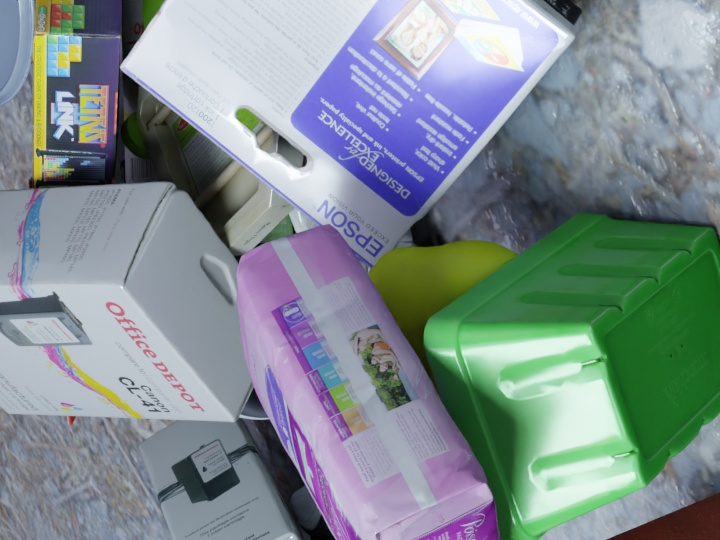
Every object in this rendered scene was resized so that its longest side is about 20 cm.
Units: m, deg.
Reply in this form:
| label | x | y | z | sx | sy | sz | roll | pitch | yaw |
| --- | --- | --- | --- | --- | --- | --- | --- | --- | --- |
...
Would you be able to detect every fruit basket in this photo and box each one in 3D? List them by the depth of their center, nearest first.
| label | x | y | z | sx | sy | sz | roll | pitch | yaw |
| --- | --- | --- | --- | --- | --- | --- | --- | --- | --- |
| fruit basket | 0.092 | 0.050 | 1.134 | 0.215 | 0.215 | 0.157 | -7 | 106 | 53 |

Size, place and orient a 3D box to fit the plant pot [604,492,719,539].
| label | x | y | z | sx | sy | sz | roll | pitch | yaw |
| --- | --- | --- | --- | --- | --- | --- | --- | --- | --- |
| plant pot | 0.208 | 0.241 | 1.131 | 0.176 | 0.199 | 0.201 | 46 | 142 | 39 |

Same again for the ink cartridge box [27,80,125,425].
| label | x | y | z | sx | sy | sz | roll | pitch | yaw |
| --- | --- | --- | --- | --- | --- | --- | --- | --- | --- |
| ink cartridge box | -0.188 | -0.015 | 1.483 | 0.043 | 0.174 | 0.202 | -1 | 117 | 8 |

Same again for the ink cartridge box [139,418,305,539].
| label | x | y | z | sx | sy | sz | roll | pitch | yaw |
| --- | --- | --- | --- | --- | --- | --- | --- | --- | --- |
| ink cartridge box | -0.081 | 0.206 | 1.461 | 0.147 | 0.083 | 0.200 | 65 | 176 | -29 |

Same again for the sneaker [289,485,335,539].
| label | x | y | z | sx | sy | sz | roll | pitch | yaw |
| --- | --- | --- | --- | --- | --- | --- | --- | --- | --- |
| sneaker | 0.030 | 0.195 | 1.417 | 0.200 | 0.075 | 0.115 | -10 | 104 | 59 |

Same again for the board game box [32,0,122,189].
| label | x | y | z | sx | sy | sz | roll | pitch | yaw |
| --- | --- | --- | --- | --- | --- | --- | --- | --- | --- |
| board game box | -0.182 | -0.159 | 1.309 | 0.166 | 0.056 | 0.201 | 102 | 167 | -49 |

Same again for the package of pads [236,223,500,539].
| label | x | y | z | sx | sy | sz | roll | pitch | yaw |
| --- | --- | --- | --- | --- | --- | --- | --- | --- | --- |
| package of pads | 0.002 | 0.085 | 1.073 | 0.121 | 0.075 | 0.201 | 78 | 164 | -51 |

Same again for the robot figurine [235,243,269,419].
| label | x | y | z | sx | sy | sz | roll | pitch | yaw |
| --- | --- | --- | --- | --- | --- | --- | --- | --- | --- |
| robot figurine | -0.096 | 0.038 | 1.418 | 0.199 | 0.124 | 0.151 | 1 | 119 | 52 |

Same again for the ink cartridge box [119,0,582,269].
| label | x | y | z | sx | sy | sz | roll | pitch | yaw |
| --- | --- | --- | --- | --- | --- | --- | --- | --- | --- |
| ink cartridge box | -0.008 | -0.132 | 1.149 | 0.198 | 0.043 | 0.200 | 39 | 121 | -3 |

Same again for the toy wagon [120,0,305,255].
| label | x | y | z | sx | sy | sz | roll | pitch | yaw |
| --- | --- | --- | --- | --- | --- | --- | --- | --- | --- |
| toy wagon | -0.097 | -0.113 | 1.274 | 0.155 | 0.039 | 0.201 | -41 | 62 | 43 |

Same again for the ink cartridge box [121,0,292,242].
| label | x | y | z | sx | sy | sz | roll | pitch | yaw |
| --- | --- | --- | --- | --- | --- | --- | --- | --- | --- |
| ink cartridge box | -0.105 | -0.120 | 1.365 | 0.117 | 0.067 | 0.202 | 3 | 96 | 51 |

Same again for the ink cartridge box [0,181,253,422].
| label | x | y | z | sx | sy | sz | roll | pitch | yaw |
| --- | --- | --- | --- | --- | --- | --- | --- | --- | --- |
| ink cartridge box | -0.175 | 0.022 | 1.280 | 0.199 | 0.086 | 0.148 | 0 | 142 | 34 |

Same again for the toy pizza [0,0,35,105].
| label | x | y | z | sx | sy | sz | roll | pitch | yaw |
| --- | --- | --- | --- | --- | --- | --- | --- | --- | --- |
| toy pizza | -0.267 | -0.210 | 1.359 | 0.200 | 0.032 | 0.202 | 30 | 131 | 42 |

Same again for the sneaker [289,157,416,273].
| label | x | y | z | sx | sy | sz | roll | pitch | yaw |
| --- | --- | --- | --- | --- | --- | --- | --- | --- | --- |
| sneaker | 0.000 | 0.000 | 1.319 | 0.201 | 0.078 | 0.099 | 56 | 153 | -2 |
